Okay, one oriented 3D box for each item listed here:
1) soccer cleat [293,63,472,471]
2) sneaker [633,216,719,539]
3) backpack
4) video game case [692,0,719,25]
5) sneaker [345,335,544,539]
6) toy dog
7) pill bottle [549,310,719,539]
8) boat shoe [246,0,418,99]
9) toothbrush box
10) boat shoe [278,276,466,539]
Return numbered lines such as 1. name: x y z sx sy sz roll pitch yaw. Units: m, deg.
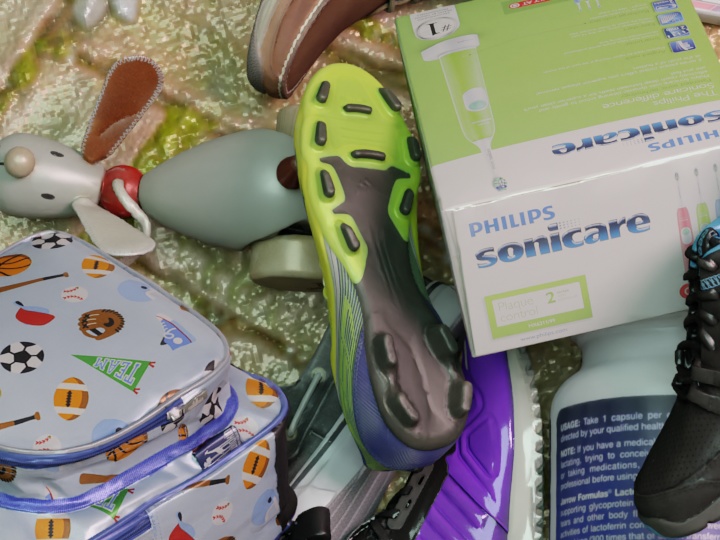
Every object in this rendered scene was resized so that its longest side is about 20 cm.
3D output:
1. soccer cleat: -0.001 0.000 1.366 0.064 0.084 0.201 -5 71 -27
2. sneaker: 0.167 0.022 1.269 0.082 0.073 0.200 29 94 -19
3. backpack: -0.145 0.089 1.315 0.200 0.154 0.190 27 55 36
4. video game case: 0.105 -0.210 1.462 0.199 0.018 0.144 9 76 -17
5. sneaker: 0.040 0.120 1.395 0.099 0.070 0.201 -1 75 4
6. toy dog: -0.089 -0.043 1.434 0.199 0.096 0.132 -16 75 0
7. pill bottle: 0.146 0.106 1.367 0.115 0.116 0.201 0 76 5
8. boat shoe: 0.012 -0.170 1.471 0.072 0.076 0.200 31 82 9
9. toothbrush box: 0.103 -0.059 1.371 0.145 0.200 0.086 -13 120 0
10. boat shoe: -0.020 0.084 1.418 0.071 0.072 0.200 27 69 18
